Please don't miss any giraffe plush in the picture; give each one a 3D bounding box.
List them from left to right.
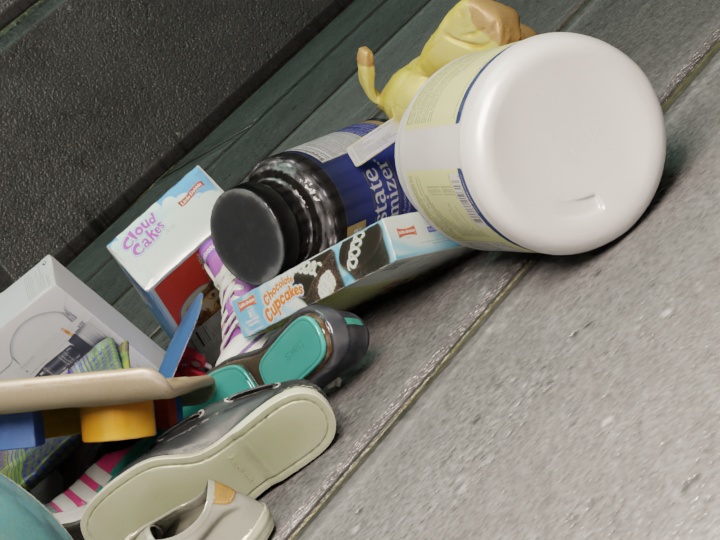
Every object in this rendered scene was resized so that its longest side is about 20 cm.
[{"bbox_3d":[0.104,-0.151,1.402,0.199,0.174,0.162,-11,14,31],"label":"giraffe plush"}]

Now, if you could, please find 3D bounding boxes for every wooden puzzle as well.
[{"bbox_3d":[-0.208,0.103,1.183,0.184,0.047,0.200,-5,-6,5],"label":"wooden puzzle"}]

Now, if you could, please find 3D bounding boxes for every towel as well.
[{"bbox_3d":[-0.270,0.140,1.356,0.200,0.023,0.144,-40,19,5],"label":"towel"}]

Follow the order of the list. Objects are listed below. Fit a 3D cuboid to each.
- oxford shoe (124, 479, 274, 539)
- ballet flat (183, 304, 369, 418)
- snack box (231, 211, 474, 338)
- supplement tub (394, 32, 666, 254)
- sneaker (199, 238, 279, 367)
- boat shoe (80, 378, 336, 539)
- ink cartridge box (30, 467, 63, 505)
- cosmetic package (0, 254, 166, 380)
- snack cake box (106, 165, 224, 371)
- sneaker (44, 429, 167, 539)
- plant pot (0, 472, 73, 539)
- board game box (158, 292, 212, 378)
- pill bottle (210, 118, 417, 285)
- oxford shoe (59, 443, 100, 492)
[{"bbox_3d":[-0.146,0.207,1.078,0.200,0.058,0.075,-40,14,5],"label":"oxford shoe"},{"bbox_3d":[-0.062,0.084,1.269,0.200,0.073,0.073,-37,10,42],"label":"ballet flat"},{"bbox_3d":[0.000,0.000,1.318,0.116,0.037,0.200,-12,-11,-44],"label":"snack box"},{"bbox_3d":[0.110,-0.085,1.150,0.145,0.145,0.200,-42,12,-10],"label":"supplement tub"},{"bbox_3d":[-0.108,0.030,1.435,0.073,0.114,0.201,-54,0,30],"label":"sneaker"},{"bbox_3d":[-0.108,0.134,1.169,0.199,0.075,0.066,-35,19,8],"label":"boat shoe"},{"bbox_3d":[-0.314,0.225,1.447,0.146,0.083,0.200,-36,13,16],"label":"ink cartridge box"},{"bbox_3d":[-0.278,0.097,1.534,0.150,0.200,0.052,-37,40,11],"label":"cosmetic package"},{"bbox_3d":[-0.152,0.003,1.556,0.115,0.067,0.200,-41,-25,-10],"label":"snack cake box"},{"bbox_3d":[-0.201,0.175,1.279,0.199,0.084,0.121,-29,19,13],"label":"sneaker"},{"bbox_3d":[-0.319,0.258,1.137,0.200,0.200,0.197,-29,25,41],"label":"plant pot"},{"bbox_3d":[-0.163,0.118,1.440,0.158,0.039,0.201,141,151,-69],"label":"board game box"},{"bbox_3d":[-0.033,-0.057,1.436,0.112,0.112,0.200,-27,-1,44],"label":"pill bottle"},{"bbox_3d":[-0.243,0.161,1.421,0.200,0.073,0.071,-81,17,-57],"label":"oxford shoe"}]
